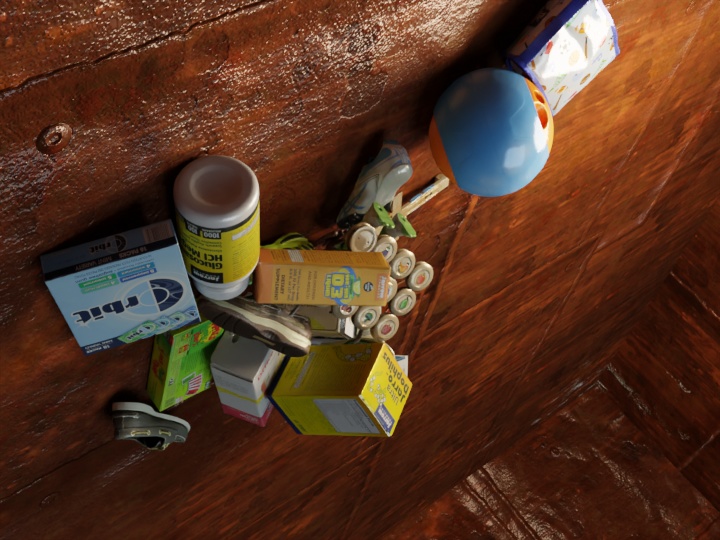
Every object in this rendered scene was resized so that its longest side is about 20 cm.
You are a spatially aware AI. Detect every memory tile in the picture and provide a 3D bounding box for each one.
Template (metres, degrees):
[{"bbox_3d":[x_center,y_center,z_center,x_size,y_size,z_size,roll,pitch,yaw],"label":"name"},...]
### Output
[{"bbox_3d":[0.021,0.021,1.500,0.199,0.017,0.154,31,97,-41],"label":"memory tile"}]

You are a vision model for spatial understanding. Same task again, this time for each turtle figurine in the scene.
[{"bbox_3d":[0.000,0.000,1.532,0.194,0.143,0.201,-43,-158,22],"label":"turtle figurine"}]

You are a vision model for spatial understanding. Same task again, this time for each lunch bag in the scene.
[{"bbox_3d":[0.325,-0.369,1.565,0.170,0.124,0.200,-46,163,8],"label":"lunch bag"}]

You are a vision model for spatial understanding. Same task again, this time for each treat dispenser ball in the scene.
[{"bbox_3d":[0.208,-0.220,1.526,0.200,0.201,0.202,-34,154,-19],"label":"treat dispenser ball"}]

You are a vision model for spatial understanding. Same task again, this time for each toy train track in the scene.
[{"bbox_3d":[0.082,-0.121,1.704,0.199,0.032,0.116,-36,148,-29],"label":"toy train track"}]

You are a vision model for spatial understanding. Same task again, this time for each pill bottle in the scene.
[{"bbox_3d":[-0.192,-0.050,1.297,0.112,0.113,0.201,-31,152,-24],"label":"pill bottle"}]

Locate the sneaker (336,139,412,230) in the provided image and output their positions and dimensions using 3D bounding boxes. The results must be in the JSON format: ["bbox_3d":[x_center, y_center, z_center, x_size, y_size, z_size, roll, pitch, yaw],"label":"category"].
[{"bbox_3d":[0.019,-0.134,1.550,0.071,0.073,0.200,2,147,-33],"label":"sneaker"}]

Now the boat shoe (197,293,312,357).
[{"bbox_3d":[-0.160,0.065,1.477,0.201,0.076,0.074,31,150,-33],"label":"boat shoe"}]

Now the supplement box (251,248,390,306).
[{"bbox_3d":[-0.058,0.010,1.400,0.197,0.069,0.067,1,109,-15],"label":"supplement box"}]

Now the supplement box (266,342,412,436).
[{"bbox_3d":[-0.035,0.196,1.568,0.109,0.198,0.110,56,45,-33],"label":"supplement box"}]

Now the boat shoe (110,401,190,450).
[{"bbox_3d":[-0.350,0.268,1.596,0.071,0.061,0.202,-6,159,19],"label":"boat shoe"}]

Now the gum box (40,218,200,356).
[{"bbox_3d":[-0.311,0.027,1.265,0.168,0.045,0.201,-17,149,-10],"label":"gum box"}]

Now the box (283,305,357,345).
[{"bbox_3d":[-0.055,0.103,1.738,0.200,0.115,0.061,42,52,-66],"label":"box"}]

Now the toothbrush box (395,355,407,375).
[{"bbox_3d":[-0.019,0.203,1.824,0.146,0.197,0.087,5,86,-75],"label":"toothbrush box"}]

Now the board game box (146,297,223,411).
[{"bbox_3d":[-0.281,0.133,1.532,0.101,0.048,0.201,-25,150,-36],"label":"board game box"}]

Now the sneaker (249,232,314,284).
[{"bbox_3d":[-0.151,0.000,1.487,0.199,0.074,0.084,-15,140,-46],"label":"sneaker"}]

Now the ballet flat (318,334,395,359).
[{"bbox_3d":[-0.008,0.139,1.638,0.198,0.071,0.069,-11,179,40],"label":"ballet flat"}]

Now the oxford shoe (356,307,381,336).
[{"bbox_3d":[0.022,0.144,1.707,0.075,0.057,0.203,38,58,-64],"label":"oxford shoe"}]

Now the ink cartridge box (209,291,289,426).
[{"bbox_3d":[-0.177,0.153,1.602,0.201,0.082,0.146,90,22,-61],"label":"ink cartridge box"}]
